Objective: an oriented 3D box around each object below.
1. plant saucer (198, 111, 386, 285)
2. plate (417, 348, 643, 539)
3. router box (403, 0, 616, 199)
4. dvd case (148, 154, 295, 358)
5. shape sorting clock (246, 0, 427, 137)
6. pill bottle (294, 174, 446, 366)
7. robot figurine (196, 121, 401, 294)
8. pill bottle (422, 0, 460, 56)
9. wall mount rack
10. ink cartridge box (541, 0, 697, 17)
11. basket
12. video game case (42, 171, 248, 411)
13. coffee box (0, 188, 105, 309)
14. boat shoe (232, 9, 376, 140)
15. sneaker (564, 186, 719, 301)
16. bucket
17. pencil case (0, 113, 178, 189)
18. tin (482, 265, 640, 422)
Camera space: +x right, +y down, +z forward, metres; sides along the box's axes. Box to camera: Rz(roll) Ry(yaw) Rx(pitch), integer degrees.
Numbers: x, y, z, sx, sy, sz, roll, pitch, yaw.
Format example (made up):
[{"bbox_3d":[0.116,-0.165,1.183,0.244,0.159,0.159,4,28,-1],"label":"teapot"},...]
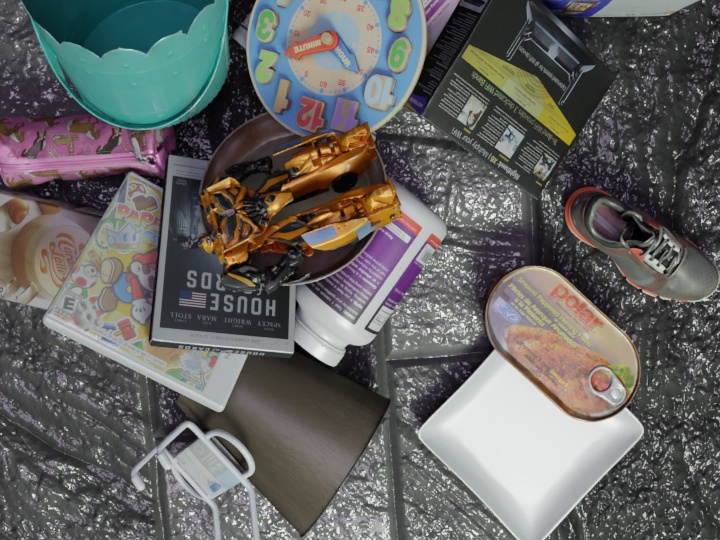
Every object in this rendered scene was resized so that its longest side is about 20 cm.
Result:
[{"bbox_3d":[-0.069,-0.075,0.796,0.194,0.032,0.206,-1,67,3],"label":"plant saucer"},{"bbox_3d":[0.198,0.187,0.908,0.199,0.032,0.200,44,94,-2],"label":"plate"},{"bbox_3d":[0.159,-0.191,0.811,0.198,0.052,0.159,27,101,-36],"label":"router box"},{"bbox_3d":[-0.139,-0.016,0.810,0.146,0.025,0.206,7,68,-19],"label":"dvd case"},{"bbox_3d":[-0.028,-0.235,0.787,0.194,0.039,0.206,2,97,18],"label":"shape sorting clock"},{"bbox_3d":[0.000,0.000,0.853,0.111,0.112,0.202,36,94,-3],"label":"pill bottle"},{"bbox_3d":[-0.067,-0.064,0.743,0.195,0.059,0.148,-21,65,-5],"label":"robot figurine"},{"bbox_3d":[0.046,-0.338,0.825,0.112,0.112,0.200,-43,94,3],"label":"pill bottle"},{"bbox_3d":[-0.165,0.255,0.835,0.174,0.200,0.075,48,52,-2],"label":"wall mount rack"},{"bbox_3d":[0.262,-0.297,0.784,0.191,0.200,0.049,1,96,0],"label":"ink cartridge box"},{"bbox_3d":[-0.095,0.162,0.860,0.198,0.136,0.182,35,95,1],"label":"basket"},{"bbox_3d":[-0.194,0.019,0.800,0.196,0.023,0.185,28,63,-10],"label":"video game case"},{"bbox_3d":[-0.317,-0.014,0.868,0.194,0.080,0.118,12,94,-1],"label":"coffee box"},{"bbox_3d":[-0.050,-0.222,0.859,0.199,0.071,0.070,42,97,4],"label":"boat shoe"},{"bbox_3d":[0.321,-0.022,0.865,0.196,0.082,0.078,28,94,-2],"label":"sneaker"},{"bbox_3d":[-0.227,-0.256,0.787,0.201,0.136,0.213,0,65,0],"label":"bucket"},{"bbox_3d":[-0.303,-0.136,0.854,0.194,0.087,0.085,-3,79,1],"label":"pencil case"},{"bbox_3d":[0.225,0.080,0.867,0.199,0.042,0.112,42,96,-2],"label":"tin"}]
